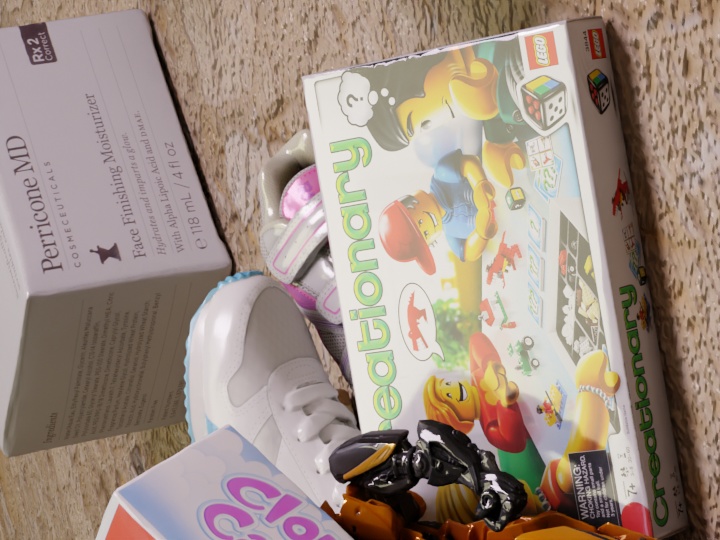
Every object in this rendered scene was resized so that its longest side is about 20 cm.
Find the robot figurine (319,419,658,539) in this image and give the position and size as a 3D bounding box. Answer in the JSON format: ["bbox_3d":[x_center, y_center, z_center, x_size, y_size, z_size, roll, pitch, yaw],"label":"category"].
[{"bbox_3d":[0.060,0.138,0.954,0.199,0.058,0.146,17,123,26],"label":"robot figurine"}]

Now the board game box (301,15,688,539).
[{"bbox_3d":[0.051,0.010,0.992,0.126,0.035,0.201,-9,91,35],"label":"board game box"}]

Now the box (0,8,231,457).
[{"bbox_3d":[-0.182,-0.022,1.592,0.200,0.130,0.199,110,144,-56],"label":"box"}]

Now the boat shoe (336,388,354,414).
[{"bbox_3d":[-0.051,0.125,1.382,0.200,0.071,0.065,127,131,-63],"label":"boat shoe"}]

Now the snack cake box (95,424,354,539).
[{"bbox_3d":[-0.018,0.170,0.940,0.200,0.067,0.115,41,133,20],"label":"snack cake box"}]

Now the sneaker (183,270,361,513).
[{"bbox_3d":[-0.015,0.094,1.074,0.081,0.076,0.201,-17,89,36],"label":"sneaker"}]

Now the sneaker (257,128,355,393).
[{"bbox_3d":[0.000,0.000,1.112,0.088,0.081,0.200,51,176,-31],"label":"sneaker"}]
